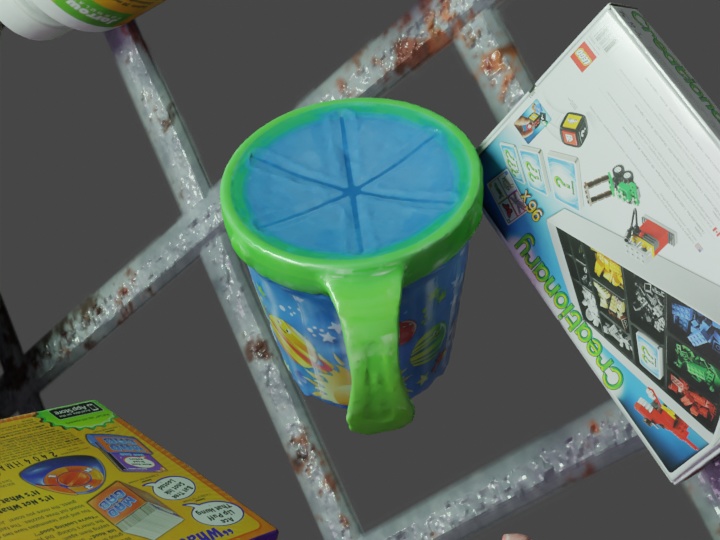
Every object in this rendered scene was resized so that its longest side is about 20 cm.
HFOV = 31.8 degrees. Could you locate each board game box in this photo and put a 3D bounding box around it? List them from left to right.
[{"bbox_3d":[-0.208,0.233,0.837,0.199,0.199,0.202,27,111,34],"label":"board game box"},{"bbox_3d":[0.145,-0.014,0.627,0.126,0.034,0.201,-46,67,34],"label":"board game box"}]

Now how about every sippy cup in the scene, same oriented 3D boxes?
[{"bbox_3d":[0.000,0.000,0.678,0.138,0.178,0.131,18,138,24],"label":"sippy cup"}]

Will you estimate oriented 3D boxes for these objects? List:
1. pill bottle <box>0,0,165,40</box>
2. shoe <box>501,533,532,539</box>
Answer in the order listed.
[{"bbox_3d":[-0.154,-0.218,0.799,0.198,0.110,0.113,-17,84,39],"label":"pill bottle"},{"bbox_3d":[0.105,0.218,0.632,0.090,0.072,0.202,13,124,24],"label":"shoe"}]
